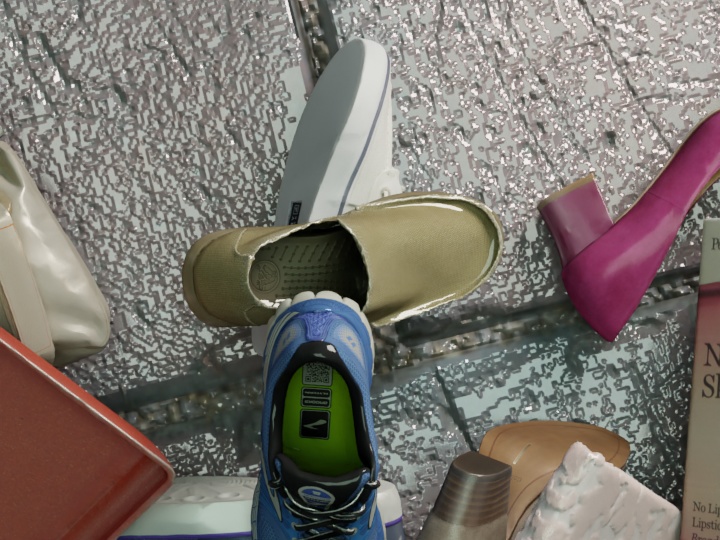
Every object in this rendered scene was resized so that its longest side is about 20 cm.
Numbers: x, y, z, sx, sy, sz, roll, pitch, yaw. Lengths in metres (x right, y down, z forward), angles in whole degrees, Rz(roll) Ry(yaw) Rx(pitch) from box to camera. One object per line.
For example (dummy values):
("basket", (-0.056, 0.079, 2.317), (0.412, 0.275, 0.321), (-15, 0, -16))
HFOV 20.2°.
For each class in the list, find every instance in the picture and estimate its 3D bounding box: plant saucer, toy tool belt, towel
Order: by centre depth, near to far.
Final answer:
("towel", (0.114, 0.209, 1.152), (0.032, 0.191, 0.201), (26, 86, 35))
("plant saucer", (-0.230, 0.102, 1.156), (0.199, 0.037, 0.200), (38, 124, -11))
("toy tool belt", (-0.239, -0.015, 1.174), (0.123, 0.125, 0.201), (-31, 97, -5))

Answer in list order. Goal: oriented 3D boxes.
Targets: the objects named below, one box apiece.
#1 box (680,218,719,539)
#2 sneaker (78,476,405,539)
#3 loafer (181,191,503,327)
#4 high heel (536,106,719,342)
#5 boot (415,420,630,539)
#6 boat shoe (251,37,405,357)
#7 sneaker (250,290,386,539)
("box", (0.269, 0.073, 1.165), (0.109, 0.127, 0.201), (7, 85, -42))
("sneaker", (-0.066, 0.200, 1.191), (0.199, 0.081, 0.147), (-3, 97, 8))
("loafer", (0.000, 0.000, 1.153), (0.199, 0.067, 0.076), (-12, 101, -23))
("high heel", (0.211, -0.038, 1.217), (0.199, 0.067, 0.097), (-27, 78, 12))
("boot", (0.081, 0.171, 1.172), (0.070, 0.200, 0.147), (23, 107, 36))
("boat shoe", (-0.006, -0.037, 1.219), (0.070, 0.071, 0.201), (17, 82, -28))
("sneaker", (-0.026, 0.118, 1.088), (0.078, 0.089, 0.201), (-3, 106, 3))
